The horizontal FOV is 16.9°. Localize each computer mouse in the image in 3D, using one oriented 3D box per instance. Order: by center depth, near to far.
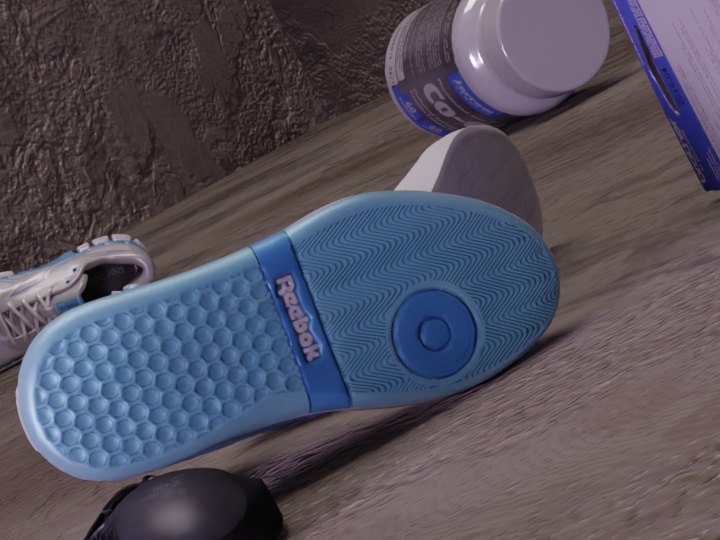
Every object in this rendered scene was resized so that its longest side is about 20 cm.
[{"bbox_3d":[-0.069,0.081,0.834,0.059,0.034,0.200,-29,5,-12],"label":"computer mouse"}]

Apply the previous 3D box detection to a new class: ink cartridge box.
[{"bbox_3d":[0.154,-0.090,0.912,0.042,0.119,0.200,-30,6,-13],"label":"ink cartridge box"}]

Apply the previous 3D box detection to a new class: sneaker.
[{"bbox_3d":[-0.034,0.024,0.897,0.200,0.080,0.131,-13,-2,-13],"label":"sneaker"},{"bbox_3d":[0.000,0.000,1.045,0.116,0.074,0.200,-20,9,29],"label":"sneaker"},{"bbox_3d":[-0.260,0.027,2.017,0.200,0.075,0.087,-29,12,-13],"label":"sneaker"}]

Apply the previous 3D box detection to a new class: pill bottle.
[{"bbox_3d":[0.106,-0.169,1.873,0.114,0.114,0.200,-29,6,-21],"label":"pill bottle"}]
